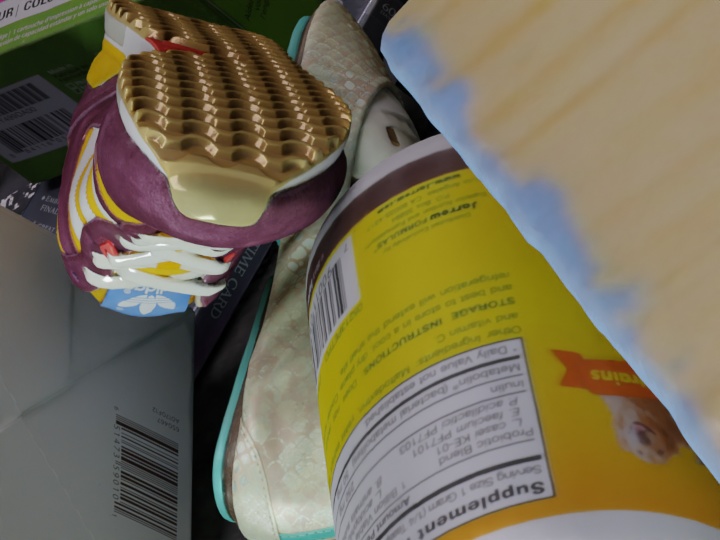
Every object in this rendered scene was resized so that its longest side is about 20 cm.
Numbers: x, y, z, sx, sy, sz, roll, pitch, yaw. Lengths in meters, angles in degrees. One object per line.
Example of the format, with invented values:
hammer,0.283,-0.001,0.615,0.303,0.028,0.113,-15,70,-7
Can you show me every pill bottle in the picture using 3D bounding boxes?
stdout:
pill bottle,0.047,0.063,0.653,0.109,0.109,0.200,-34,40,24

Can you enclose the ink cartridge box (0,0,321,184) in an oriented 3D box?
ink cartridge box,-0.083,-0.149,0.966,0.148,0.076,0.201,-16,53,37

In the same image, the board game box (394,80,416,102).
board game box,0.091,-0.142,0.853,0.105,0.023,0.200,4,63,51

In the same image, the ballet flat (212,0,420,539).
ballet flat,0.000,0.000,0.816,0.062,0.067,0.201,0,60,15

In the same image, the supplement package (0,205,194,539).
supplement package,-0.175,0.085,0.830,0.200,0.151,0.152,-29,47,34

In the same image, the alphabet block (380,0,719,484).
alphabet block,0.158,-0.034,0.544,0.200,0.195,0.196,-47,38,10

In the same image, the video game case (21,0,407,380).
video game case,-0.076,-0.027,0.945,0.143,0.019,0.200,15,71,52

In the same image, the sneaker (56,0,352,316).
sneaker,-0.051,-0.021,0.761,0.200,0.075,0.090,-113,36,-73
